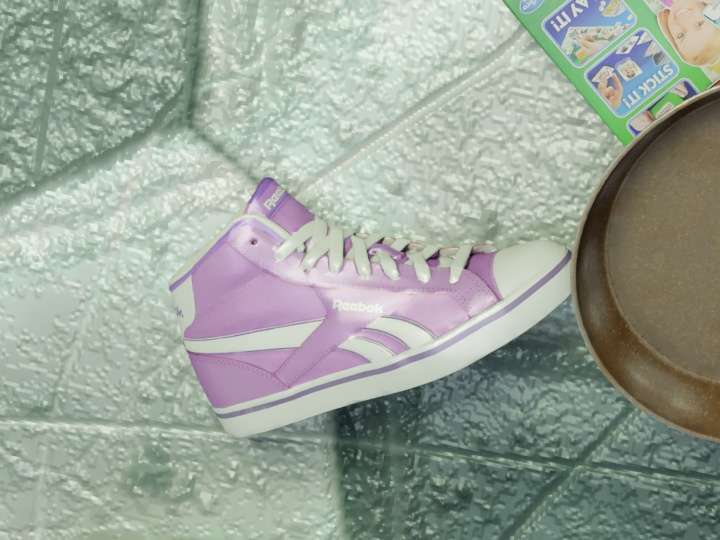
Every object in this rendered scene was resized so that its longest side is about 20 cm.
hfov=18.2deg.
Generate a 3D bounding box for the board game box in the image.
[{"bbox_3d":[0.184,-0.138,1.031,0.200,0.029,0.135,-39,98,18],"label":"board game box"}]

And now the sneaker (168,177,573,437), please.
[{"bbox_3d":[0.000,0.000,1.085,0.200,0.073,0.115,-20,101,15],"label":"sneaker"}]

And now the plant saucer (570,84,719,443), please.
[{"bbox_3d":[0.196,-0.009,1.051,0.200,0.035,0.201,-1,118,-1],"label":"plant saucer"}]
